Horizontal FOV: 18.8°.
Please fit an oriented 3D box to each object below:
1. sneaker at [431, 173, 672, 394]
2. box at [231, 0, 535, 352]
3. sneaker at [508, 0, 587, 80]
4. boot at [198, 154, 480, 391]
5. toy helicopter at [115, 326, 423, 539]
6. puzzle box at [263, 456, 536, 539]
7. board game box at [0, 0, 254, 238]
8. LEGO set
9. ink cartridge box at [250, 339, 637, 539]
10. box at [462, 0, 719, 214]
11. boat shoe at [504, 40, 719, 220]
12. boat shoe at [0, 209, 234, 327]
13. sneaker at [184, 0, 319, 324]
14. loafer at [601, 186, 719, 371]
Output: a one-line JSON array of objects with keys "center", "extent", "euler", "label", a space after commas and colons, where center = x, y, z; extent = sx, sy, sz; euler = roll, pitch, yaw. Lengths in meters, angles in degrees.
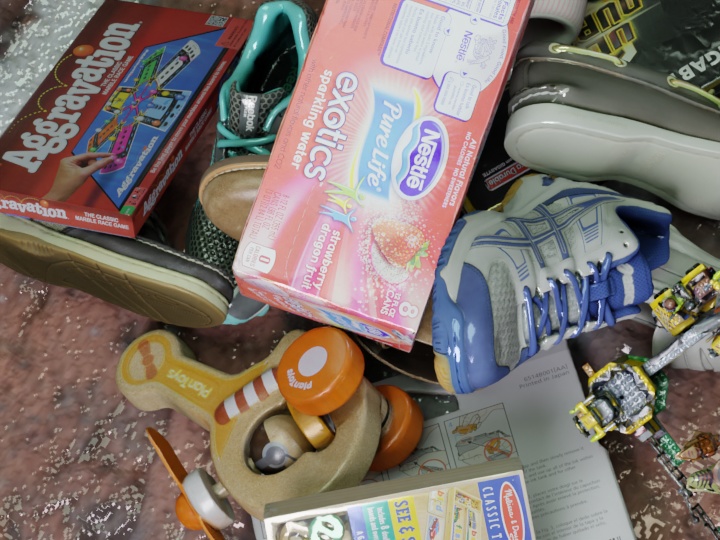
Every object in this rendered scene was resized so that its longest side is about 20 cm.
[{"center": [0.099, 0.001, 1.089], "extent": [0.088, 0.076, 0.200], "euler": [7, 28, 22], "label": "sneaker"}, {"center": [0.014, -0.070, 1.120], "extent": [0.102, 0.095, 0.201], "euler": [18, 82, 2], "label": "box"}, {"center": [0.034, -0.159, 1.226], "extent": [0.199, 0.075, 0.105], "euler": [-1, 63, 8], "label": "sneaker"}, {"center": [0.000, 0.000, 1.179], "extent": [0.199, 0.074, 0.076], "euler": [23, 52, -2], "label": "boot"}, {"center": [-0.072, 0.086, 1.185], "extent": [0.200, 0.079, 0.132], "euler": [22, 73, 45], "label": "toy helicopter"}, {"center": [0.035, 0.202, 1.089], "extent": [0.132, 0.025, 0.201], "euler": [-11, 101, 2], "label": "puzzle box"}, {"center": [-0.141, -0.094, 1.266], "extent": [0.103, 0.020, 0.200], "euler": [9, 41, 16], "label": "board game box"}, {"center": [0.196, 0.093, 1.076], "extent": [0.153, 0.116, 0.201], "euler": [-30, 84, 19], "label": "LEGO set"}, {"center": [0.041, 0.135, 1.170], "extent": [0.199, 0.045, 0.177], "euler": [-17, 48, 4], "label": "ink cartridge box"}, {"center": [0.117, -0.129, 1.265], "extent": [0.200, 0.049, 0.160], "euler": [-29, 63, -1], "label": "box"}, {"center": [0.172, -0.074, 1.180], "extent": [0.201, 0.072, 0.061], "euler": [14, 62, -20], "label": "boat shoe"}, {"center": [-0.146, -0.021, 1.239], "extent": [0.199, 0.073, 0.065], "euler": [18, 71, 35], "label": "boat shoe"}, {"center": [-0.063, -0.069, 1.251], "extent": [0.077, 0.091, 0.201], "euler": [9, 70, 17], "label": "sneaker"}, {"center": [0.185, 0.028, 1.177], "extent": [0.200, 0.070, 0.070], "euler": [31, 81, 29], "label": "loafer"}]
